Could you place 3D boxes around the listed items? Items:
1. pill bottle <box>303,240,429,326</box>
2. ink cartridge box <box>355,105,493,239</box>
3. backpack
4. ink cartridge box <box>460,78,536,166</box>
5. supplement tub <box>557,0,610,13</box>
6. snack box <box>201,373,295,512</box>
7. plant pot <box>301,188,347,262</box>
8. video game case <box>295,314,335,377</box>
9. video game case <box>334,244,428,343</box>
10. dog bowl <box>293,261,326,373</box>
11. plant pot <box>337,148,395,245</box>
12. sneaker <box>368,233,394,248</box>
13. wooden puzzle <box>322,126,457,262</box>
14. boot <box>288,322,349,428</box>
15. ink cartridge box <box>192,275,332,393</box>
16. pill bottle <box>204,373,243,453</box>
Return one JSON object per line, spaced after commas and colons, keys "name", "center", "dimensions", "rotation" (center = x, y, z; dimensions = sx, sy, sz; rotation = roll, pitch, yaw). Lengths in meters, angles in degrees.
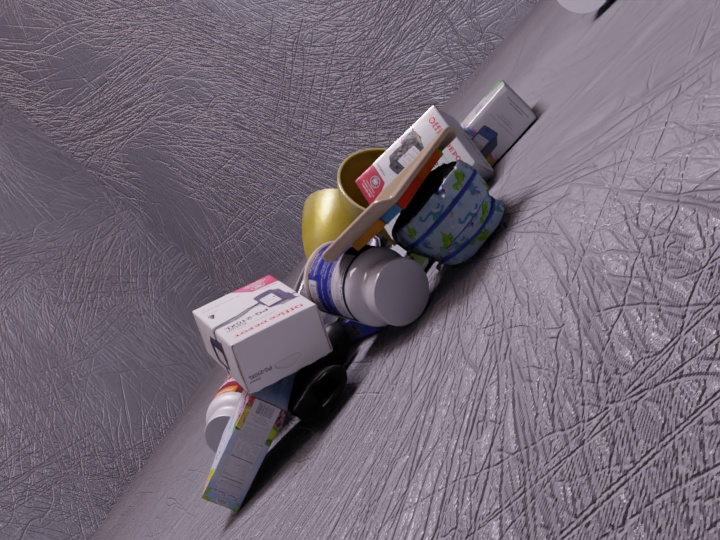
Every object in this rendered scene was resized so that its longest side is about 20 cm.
{"name": "pill bottle", "center": [0.007, 0.020, 1.274], "dimensions": [0.116, 0.116, 0.199], "rotation": [-51, 28, -16]}
{"name": "ink cartridge box", "center": [0.111, -0.165, 1.521], "dimensions": [0.200, 0.147, 0.082], "rotation": [-43, -28, 20]}
{"name": "backpack", "center": [0.124, -0.083, 1.230], "dimensions": [0.163, 0.154, 0.200], "rotation": [-44, -12, -2]}
{"name": "ink cartridge box", "center": [0.224, -0.247, 1.608], "dimensions": [0.200, 0.087, 0.145], "rotation": [-46, 7, 16]}
{"name": "supplement tub", "center": [0.480, -0.630, 1.777], "dimensions": [0.145, 0.145, 0.201], "rotation": [-41, 11, 50]}
{"name": "snack box", "center": [-0.169, 0.241, 1.347], "dimensions": [0.169, 0.067, 0.202], "rotation": [-85, 19, -68]}
{"name": "plant pot", "center": [-0.049, -0.061, 1.908], "dimensions": [0.200, 0.198, 0.143], "rotation": [-39, 28, 54]}
{"name": "video game case", "center": [-0.089, 0.144, 1.565], "dimensions": [0.200, 0.023, 0.184], "rotation": [-150, 82, -83]}
{"name": "video game case", "center": [0.038, 0.031, 1.466], "dimensions": [0.182, 0.045, 0.200], "rotation": [-54, 8, -22]}
{"name": "dog bowl", "center": [-0.099, 0.076, 1.517], "dimensions": [0.200, 0.058, 0.202], "rotation": [-157, 89, -83]}
{"name": "plant pot", "center": [0.044, -0.126, 1.752], "dimensions": [0.201, 0.198, 0.143], "rotation": [-55, -16, -42]}
{"name": "sneaker", "center": [0.002, 0.001, 1.680], "dimensions": [0.148, 0.076, 0.202], "rotation": [-62, 19, -10]}
{"name": "wooden puzzle", "center": [0.045, -0.100, 1.217], "dimensions": [0.200, 0.037, 0.185], "rotation": [-48, 4, -37]}
{"name": "boot", "center": [-0.056, 0.152, 1.315], "dimensions": [0.167, 0.065, 0.200], "rotation": [-64, 4, -10]}
{"name": "ink cartridge box", "center": [-0.153, 0.092, 1.320], "dimensions": [0.143, 0.085, 0.199], "rotation": [-26, 23, -20]}
{"name": "pill bottle", "center": [-0.226, 0.263, 1.639], "dimensions": [0.113, 0.113, 0.200], "rotation": [-47, 8, 19]}
